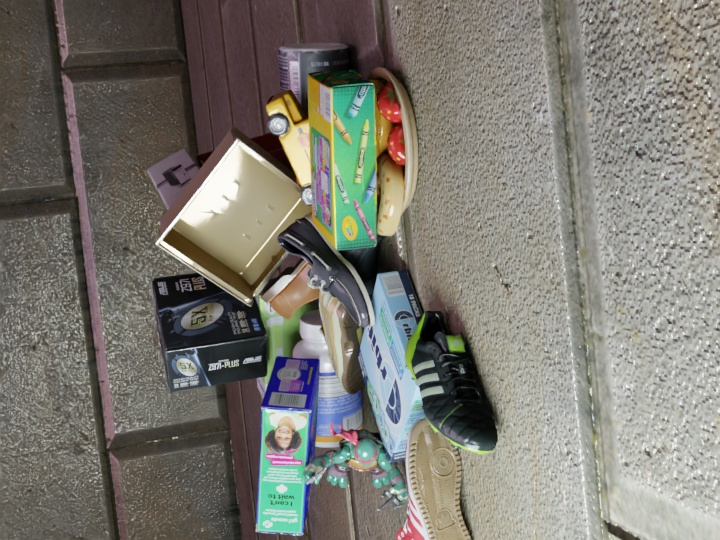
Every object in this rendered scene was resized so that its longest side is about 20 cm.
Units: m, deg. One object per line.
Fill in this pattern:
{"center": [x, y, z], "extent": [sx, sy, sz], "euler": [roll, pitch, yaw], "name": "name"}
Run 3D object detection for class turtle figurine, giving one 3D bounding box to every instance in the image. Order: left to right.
{"center": [0.002, 0.273, 1.257], "extent": [0.200, 0.148, 0.102], "euler": [95, -166, -75], "name": "turtle figurine"}

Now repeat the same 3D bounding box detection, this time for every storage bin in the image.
{"center": [-0.180, -0.080, 1.397], "extent": [0.201, 0.198, 0.094], "euler": [-50, 26, 9], "name": "storage bin"}

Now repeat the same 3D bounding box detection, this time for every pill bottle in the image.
{"center": [-0.065, -0.228, 1.327], "extent": [0.106, 0.105, 0.203], "euler": [-136, 41, -65], "name": "pill bottle"}
{"center": [-0.053, 0.170, 1.445], "extent": [0.112, 0.110, 0.203], "euler": [-139, 44, -67], "name": "pill bottle"}

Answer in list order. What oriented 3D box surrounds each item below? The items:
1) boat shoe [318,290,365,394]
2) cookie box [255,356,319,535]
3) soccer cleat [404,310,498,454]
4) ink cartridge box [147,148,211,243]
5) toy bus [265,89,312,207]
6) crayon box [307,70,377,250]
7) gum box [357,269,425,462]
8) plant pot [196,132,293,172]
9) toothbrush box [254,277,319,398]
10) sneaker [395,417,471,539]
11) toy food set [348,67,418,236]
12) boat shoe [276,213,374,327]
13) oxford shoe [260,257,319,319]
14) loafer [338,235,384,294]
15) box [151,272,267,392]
{"center": [-0.026, 0.098, 1.335], "extent": [0.076, 0.071, 0.202], "euler": [30, 141, 31], "name": "boat shoe"}
{"center": [-0.105, 0.255, 1.328], "extent": [0.171, 0.074, 0.203], "euler": [-83, -3, -71], "name": "cookie box"}
{"center": [0.098, 0.119, 0.988], "extent": [0.201, 0.067, 0.082], "euler": [-120, 41, -55], "name": "soccer cleat"}
{"center": [-0.280, -0.099, 1.540], "extent": [0.200, 0.082, 0.148], "euler": [48, 165, 54], "name": "ink cartridge box"}
{"center": [-0.061, -0.157, 1.259], "extent": [0.065, 0.077, 0.202], "euler": [-86, -27, -70], "name": "toy bus"}
{"center": [-0.024, -0.140, 1.130], "extent": [0.119, 0.057, 0.203], "euler": [-131, 37, -64], "name": "crayon box"}
{"center": [0.049, 0.129, 1.191], "extent": [0.201, 0.044, 0.171], "euler": [102, 155, -52], "name": "gum box"}
{"center": [-0.154, -0.131, 1.558], "extent": [0.200, 0.197, 0.179], "euler": [-142, 35, -67], "name": "plant pot"}
{"center": [-0.107, 0.116, 1.550], "extent": [0.086, 0.144, 0.203], "euler": [-141, 45, -67], "name": "toothbrush box"}
{"center": [0.081, 0.282, 1.099], "extent": [0.112, 0.070, 0.203], "euler": [152, 108, -70], "name": "sneaker"}
{"center": [0.023, -0.157, 1.153], "extent": [0.198, 0.048, 0.203], "euler": [-125, 32, -59], "name": "toy food set"}
{"center": [-0.048, 0.008, 1.226], "extent": [0.201, 0.062, 0.073], "euler": [55, 159, 31], "name": "boat shoe"}
{"center": [-0.063, -0.002, 1.389], "extent": [0.071, 0.200, 0.071], "euler": [45, -159, -7], "name": "oxford shoe"}
{"center": [0.000, 0.000, 1.291], "extent": [0.071, 0.068, 0.201], "euler": [48, 150, 11], "name": "loafer"}
{"center": [-0.252, 0.092, 1.493], "extent": [0.201, 0.161, 0.087], "euler": [-117, 25, -51], "name": "box"}
